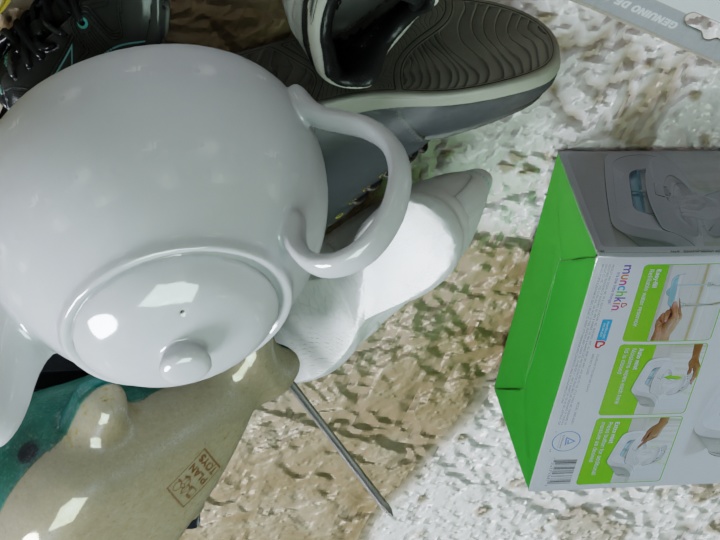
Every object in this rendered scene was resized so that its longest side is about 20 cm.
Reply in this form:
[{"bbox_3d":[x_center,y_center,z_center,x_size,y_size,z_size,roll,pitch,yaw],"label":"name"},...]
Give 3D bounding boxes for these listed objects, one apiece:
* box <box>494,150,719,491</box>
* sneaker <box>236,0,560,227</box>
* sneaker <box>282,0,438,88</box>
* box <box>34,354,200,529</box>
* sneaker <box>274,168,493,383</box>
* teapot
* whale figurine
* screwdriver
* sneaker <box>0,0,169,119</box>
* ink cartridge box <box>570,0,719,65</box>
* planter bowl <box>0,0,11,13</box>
[{"bbox_3d":[0.191,0.032,1.694,0.176,0.097,0.200,-2,134,-15],"label":"box"},{"bbox_3d":[0.015,-0.083,1.557,0.199,0.075,0.106,-9,141,6],"label":"sneaker"},{"bbox_3d":[0.030,-0.177,1.449,0.075,0.088,0.200,13,127,-24],"label":"sneaker"},{"bbox_3d":[-0.189,0.081,1.647,0.199,0.079,0.141,-1,135,-14],"label":"box"},{"bbox_3d":[0.000,0.000,1.633,0.200,0.088,0.075,-28,100,37],"label":"sneaker"},{"bbox_3d":[-0.097,-0.010,1.444,0.197,0.146,0.200,0,142,-22],"label":"teapot"},{"bbox_3d":[-0.129,0.089,1.567,0.200,0.104,0.159,-43,149,-5],"label":"whale figurine"},{"bbox_3d":[-0.042,0.059,1.619,0.028,0.029,0.200,-39,91,15],"label":"screwdriver"},{"bbox_3d":[-0.148,-0.112,1.472,0.079,0.076,0.200,5,132,-17],"label":"sneaker"},{"bbox_3d":[0.215,-0.199,1.482,0.199,0.084,0.176,20,125,-31],"label":"ink cartridge box"},{"bbox_3d":[-0.253,-0.146,1.402,0.199,0.084,0.201,-8,135,-8],"label":"planter bowl"}]
